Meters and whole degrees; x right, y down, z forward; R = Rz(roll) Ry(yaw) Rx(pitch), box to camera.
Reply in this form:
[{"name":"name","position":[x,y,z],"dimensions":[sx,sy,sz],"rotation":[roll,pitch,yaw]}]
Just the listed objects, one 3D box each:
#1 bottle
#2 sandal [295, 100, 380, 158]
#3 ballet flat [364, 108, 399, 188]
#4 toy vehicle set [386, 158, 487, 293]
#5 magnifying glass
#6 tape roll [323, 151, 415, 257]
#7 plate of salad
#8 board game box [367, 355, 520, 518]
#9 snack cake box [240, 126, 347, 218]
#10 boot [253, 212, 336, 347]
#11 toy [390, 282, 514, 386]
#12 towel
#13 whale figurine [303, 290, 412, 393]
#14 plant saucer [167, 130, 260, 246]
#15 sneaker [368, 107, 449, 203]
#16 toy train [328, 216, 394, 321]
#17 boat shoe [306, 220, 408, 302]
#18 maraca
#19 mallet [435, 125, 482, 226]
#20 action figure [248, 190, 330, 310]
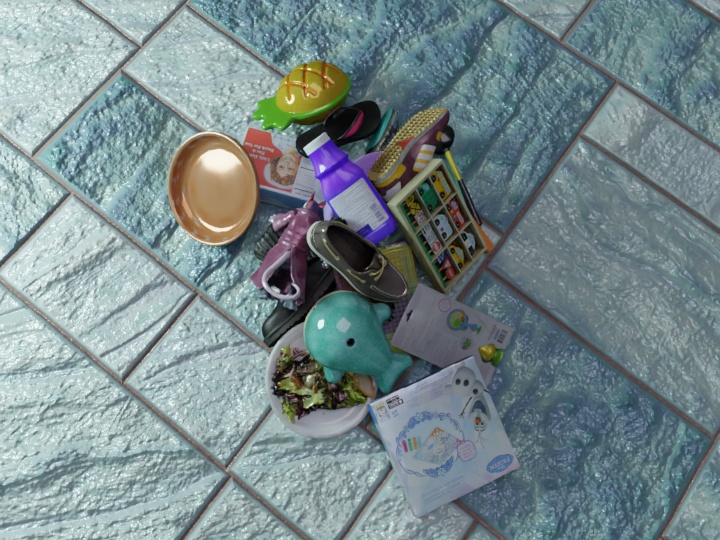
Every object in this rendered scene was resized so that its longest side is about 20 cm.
[{"name":"bottle","position":[-0.022,-0.134,1.380],"dimensions":[0.083,0.065,0.201],"rotation":[-34,100,5]},{"name":"sandal","position":[-0.034,-0.268,1.517],"dimensions":[0.199,0.045,0.075],"rotation":[-33,62,-30]},{"name":"ballet flat","position":[0.035,-0.210,1.555],"dimensions":[0.073,0.074,0.202],"rotation":[27,73,6]},{"name":"toy vehicle set","position":[0.136,-0.075,1.425],"dimensions":[0.124,0.026,0.201],"rotation":[-45,122,-20]},{"name":"magnifying glass","position":[0.179,-0.113,1.494],"dimensions":[0.201,0.022,0.080],"rotation":[51,48,-19]},{"name":"tape roll","position":[0.036,-0.107,1.473],"dimensions":[0.196,0.065,0.204],"rotation":[0,89,-20]},{"name":"plate of salad","position":[-0.062,0.183,1.391],"dimensions":[0.196,0.048,0.204],"rotation":[1,87,-13]},{"name":"board game box","position":[0.139,0.275,1.376],"dimensions":[0.197,0.043,0.202],"rotation":[-22,84,-10]},{"name":"snack cake box","position":[-0.132,-0.180,1.525],"dimensions":[0.196,0.067,0.117],"rotation":[15,73,2]},{"name":"boot","position":[-0.139,0.016,1.450],"dimensions":[0.157,0.080,0.211],"rotation":[40,69,8]},{"name":"toy","position":[0.157,0.111,1.433],"dimensions":[0.198,0.047,0.117],"rotation":[26,94,-12]},{"name":"towel","position":[0.036,0.056,1.431],"dimensions":[0.141,0.023,0.204],"rotation":[-14,102,-6]},{"name":"whale figurine","position":[0.001,0.125,1.339],"dimensions":[0.199,0.104,0.160],"rotation":[41,90,-17]},{"name":"plant saucer","position":[-0.258,-0.146,1.473],"dimensions":[0.197,0.037,0.204],"rotation":[4,99,27]},{"name":"sneaker","position":[0.097,-0.197,1.434],"dimensions":[0.200,0.075,0.091],"rotation":[-48,122,-18]},{"name":"toy train","position":[0.000,0.000,1.380],"dimensions":[0.034,0.046,0.202],"rotation":[-35,103,-22]},{"name":"boat shoe","position":[0.005,-0.013,1.323],"dimensions":[0.199,0.059,0.073],"rotation":[37,73,-20]},{"name":"maraca","position":[-0.110,-0.325,1.553],"dimensions":[0.198,0.108,0.137],"rotation":[-31,43,-12]},{"name":"mallet","position":[0.183,-0.175,1.564],"dimensions":[0.041,0.066,0.203],"rotation":[-20,88,-9]},{"name":"action figure","position":[-0.116,-0.044,1.362],"dimensions":[0.132,0.149,0.203],"rotation":[21,81,7]}]
